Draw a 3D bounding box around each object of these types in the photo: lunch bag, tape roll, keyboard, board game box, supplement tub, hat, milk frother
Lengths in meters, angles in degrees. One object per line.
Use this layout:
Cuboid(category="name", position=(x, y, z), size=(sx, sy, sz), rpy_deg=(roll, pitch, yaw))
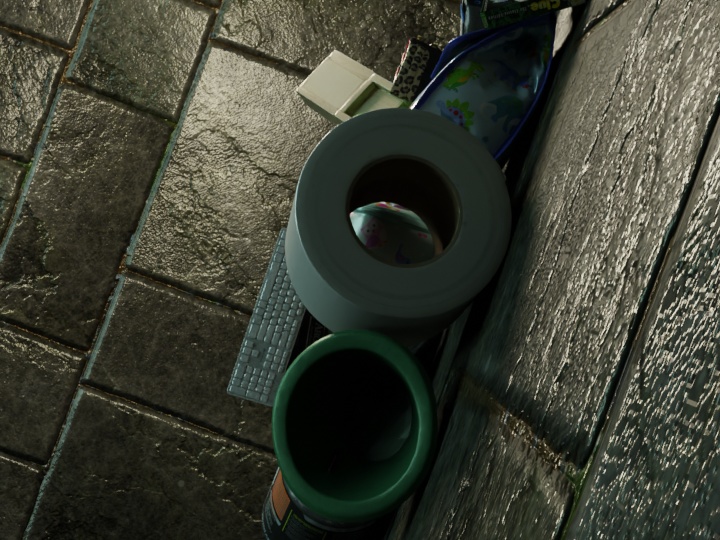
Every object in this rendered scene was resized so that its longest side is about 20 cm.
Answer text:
Cuboid(category="lunch bag", position=(0.048, -0.025, 1.438), size=(0.200, 0.160, 0.077), rpy_deg=(-161, 86, -83))
Cuboid(category="tape roll", position=(0.032, -0.037, 1.258), size=(0.139, 0.203, 0.203), rpy_deg=(113, 177, -74))
Cuboid(category="keyboard", position=(-0.093, 0.051, 1.488), size=(0.011, 0.056, 0.200), rpy_deg=(91, -164, -76))
Cuboid(category="board game box", position=(0.183, -0.299, 1.398), size=(0.200, 0.105, 0.023), rpy_deg=(-71, -37, -64))
Cuboid(category="supplement tub", position=(-0.032, 0.233, 1.395), size=(0.200, 0.122, 0.123), rpy_deg=(113, 177, -55))
Cuboid(category="hat", position=(0.022, 0.146, 1.275), size=(0.176, 0.166, 0.200), rpy_deg=(30, -134, -63))
Cuboid(category="lunch bag", position=(0.128, -0.179, 1.415), size=(0.200, 0.127, 0.170), rpy_deg=(-50, -1, -8))
Cuboid(category="milk frother", position=(-0.021, 0.087, 1.598), size=(0.200, 0.188, 0.181), rpy_deg=(-75, -5, -66))

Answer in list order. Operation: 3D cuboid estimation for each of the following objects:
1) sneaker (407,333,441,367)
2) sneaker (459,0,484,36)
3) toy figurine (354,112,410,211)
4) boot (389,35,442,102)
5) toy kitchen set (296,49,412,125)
Cuboid(category="sneaker", position=(-0.003, 0.106, 1.454), size=(0.200, 0.091, 0.076), rpy_deg=(-35, -22, -3))
Cuboid(category="sneaker", position=(0.182, -0.338, 1.603), size=(0.073, 0.112, 0.200), rpy_deg=(149, 142, -86))
Cuboid(category="toy figurine", position=(0.062, -0.079, 1.617), size=(0.150, 0.200, 0.184), rpy_deg=(-42, 32, 35))
Cuboid(category="boot", position=(0.128, -0.256, 1.672), size=(0.073, 0.150, 0.200), rpy_deg=(115, 177, -53))
Cuboid(category="toy kitchen set", position=(0.064, -0.209, 1.792), size=(0.163, 0.180, 0.200), rpy_deg=(-46, -46, -6))
